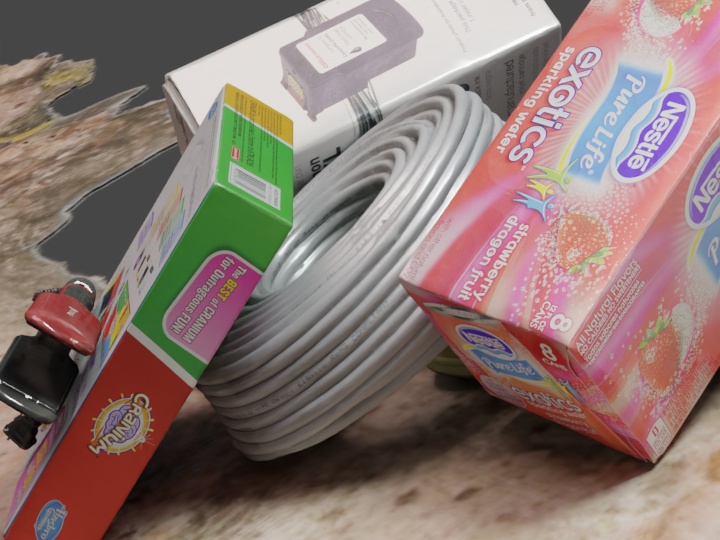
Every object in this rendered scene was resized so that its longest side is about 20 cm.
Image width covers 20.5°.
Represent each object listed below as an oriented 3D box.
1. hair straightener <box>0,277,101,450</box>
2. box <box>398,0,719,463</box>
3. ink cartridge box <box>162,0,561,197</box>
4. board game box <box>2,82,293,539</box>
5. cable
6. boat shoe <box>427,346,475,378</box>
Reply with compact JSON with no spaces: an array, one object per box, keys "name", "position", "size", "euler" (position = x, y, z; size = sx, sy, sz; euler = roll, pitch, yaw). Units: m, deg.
[{"name":"hair straightener","position":[-0.157,0.042,0.949],"size":[0.077,0.041,0.200],"euler":[-61,12,4]},{"name":"box","position":[0.123,-0.035,0.845],"size":[0.102,0.095,0.201],"euler":[22,71,43]},{"name":"ink cartridge box","position":[0.005,-0.080,1.098],"size":[0.199,0.145,0.085],"euler":[-26,61,-9]},{"name":"board game box","position":[-0.098,0.024,0.946],"size":[0.201,0.040,0.153],"euler":[-58,13,18]},{"name":"cable","position":[0.000,0.000,0.951],"size":[0.200,0.069,0.200],"euler":[-51,16,-23]},{"name":"boat shoe","position":[0.115,-0.004,0.933],"size":[0.199,0.064,0.073],"euler":[-15,22,21]}]
